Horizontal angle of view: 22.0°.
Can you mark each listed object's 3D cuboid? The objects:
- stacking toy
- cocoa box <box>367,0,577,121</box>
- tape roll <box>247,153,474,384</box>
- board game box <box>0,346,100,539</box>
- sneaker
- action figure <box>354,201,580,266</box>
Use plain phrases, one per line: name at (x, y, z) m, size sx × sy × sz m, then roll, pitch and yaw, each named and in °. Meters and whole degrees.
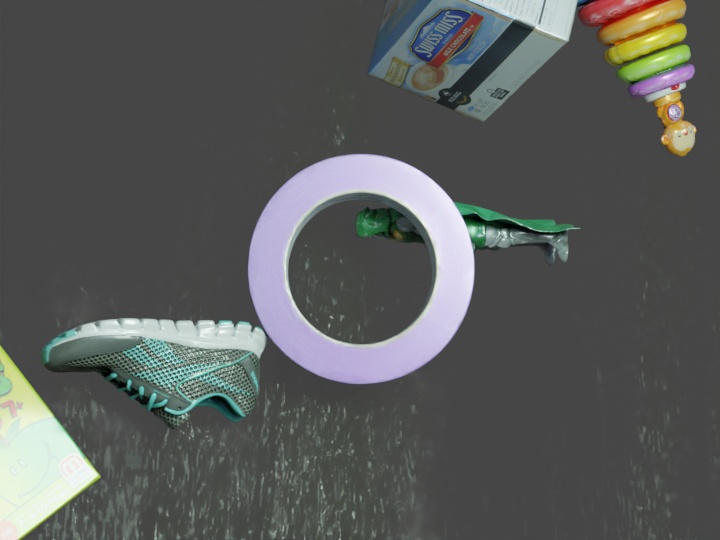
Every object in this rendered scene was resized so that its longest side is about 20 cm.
stacking toy at (0.292, -0.210, 1.851) m, size 0.116 × 0.110 × 0.201 m, roll -20°, pitch 92°, yaw -28°
cocoa box at (0.108, -0.252, 1.727) m, size 0.130 × 0.200 × 0.134 m, roll 19°, pitch 67°, yaw -13°
tape roll at (0.000, 0.000, 1.638) m, size 0.198 × 0.066 × 0.202 m, roll 0°, pitch 88°, yaw -1°
board game box at (-0.318, 0.125, 1.524) m, size 0.101 × 0.048 × 0.200 m, roll -37°, pitch 89°, yaw -27°
sneaker at (-0.173, 0.090, 1.580) m, size 0.199 × 0.078 × 0.092 m, roll 2°, pitch 76°, yaw -19°
action figure at (0.092, -0.035, 1.717) m, size 0.198 × 0.118 × 0.055 m, roll 6°, pitch 82°, yaw -10°
